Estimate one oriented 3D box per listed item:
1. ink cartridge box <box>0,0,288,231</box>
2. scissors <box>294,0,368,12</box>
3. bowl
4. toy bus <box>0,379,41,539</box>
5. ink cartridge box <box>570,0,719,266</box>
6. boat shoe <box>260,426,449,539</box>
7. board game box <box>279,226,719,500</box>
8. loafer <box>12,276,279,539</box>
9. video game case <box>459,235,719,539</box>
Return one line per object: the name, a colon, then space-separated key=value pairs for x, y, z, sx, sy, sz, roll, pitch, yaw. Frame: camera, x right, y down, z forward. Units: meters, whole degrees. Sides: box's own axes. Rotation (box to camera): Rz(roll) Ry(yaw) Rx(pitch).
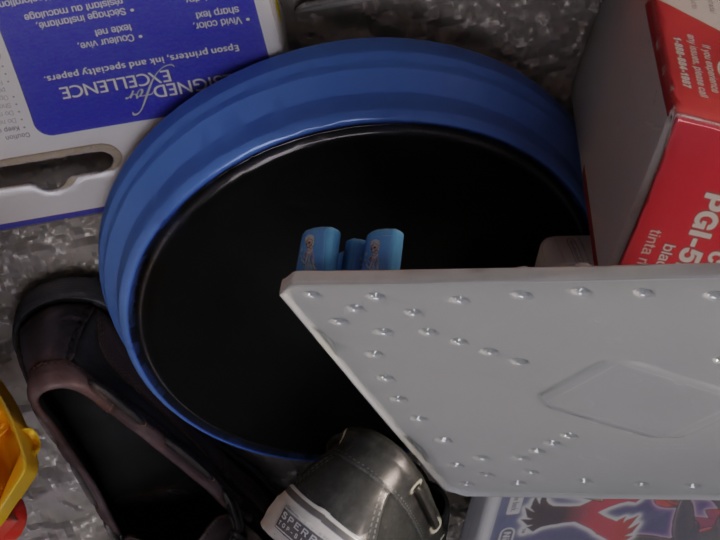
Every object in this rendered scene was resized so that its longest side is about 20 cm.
ink cartridge box: x=-0.132 y=-0.102 z=0.859 sx=0.197 sy=0.047 sz=0.200 roll=-9 pitch=136 yaw=4
scissors: x=0.067 y=-0.111 z=0.844 sx=0.200 sy=0.073 sz=0.014 roll=-9 pitch=96 yaw=46
bowl: x=0.000 y=0.000 z=0.918 sx=0.200 sy=0.039 sz=0.201 roll=-6 pitch=135 yaw=-6
toy bus: x=-0.196 y=0.078 z=0.934 sx=0.200 sy=0.136 sz=0.192 roll=-47 pitch=151 yaw=22
ink cartridge box: x=0.185 y=-0.040 z=0.850 sx=0.200 sy=0.147 sz=0.083 roll=13 pitch=125 yaw=-8
boat shoe: x=0.010 y=0.103 z=0.952 sx=0.069 sy=0.200 sz=0.057 roll=36 pitch=86 yaw=12
board game box: x=0.098 y=0.034 z=0.817 sx=0.200 sy=0.026 sz=0.200 roll=-1 pitch=154 yaw=20
loafer: x=-0.086 y=0.093 z=0.990 sx=0.072 sy=0.063 sz=0.200 roll=-22 pitch=123 yaw=15
video game case: x=0.140 y=0.066 z=0.967 sx=0.182 sy=0.023 sz=0.200 roll=-2 pitch=131 yaw=-16
